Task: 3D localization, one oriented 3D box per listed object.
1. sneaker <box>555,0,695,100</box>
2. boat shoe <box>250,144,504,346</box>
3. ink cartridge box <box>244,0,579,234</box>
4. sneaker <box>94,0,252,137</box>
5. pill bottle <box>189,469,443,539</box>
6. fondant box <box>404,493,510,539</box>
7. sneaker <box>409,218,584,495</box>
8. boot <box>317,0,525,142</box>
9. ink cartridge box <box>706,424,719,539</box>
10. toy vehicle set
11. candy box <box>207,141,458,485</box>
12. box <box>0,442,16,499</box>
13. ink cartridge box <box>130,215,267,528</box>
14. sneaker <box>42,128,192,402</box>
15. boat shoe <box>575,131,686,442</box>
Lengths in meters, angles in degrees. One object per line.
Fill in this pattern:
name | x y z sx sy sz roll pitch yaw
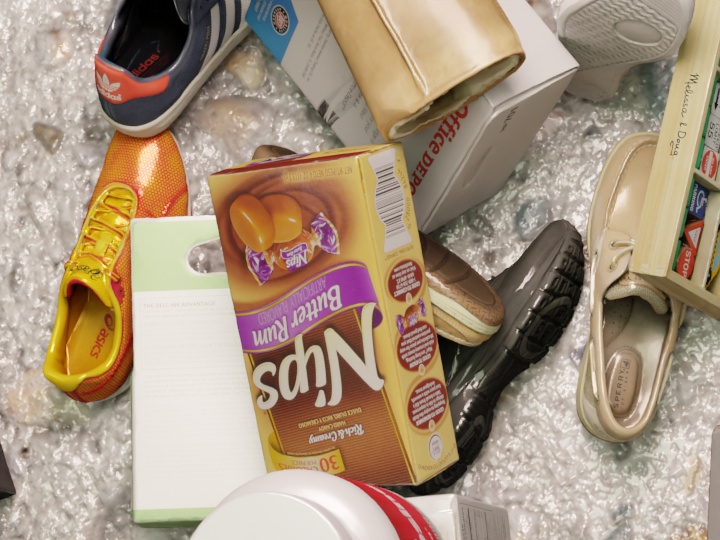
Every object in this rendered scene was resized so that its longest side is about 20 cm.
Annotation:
sneaker | 0.170 -0.188 1.223 0.073 0.200 0.119 23 79 -5
boat shoe | 0.000 0.000 1.247 0.199 0.071 0.077 35 105 24
ink cartridge box | 0.028 -0.148 1.264 0.086 0.147 0.200 -29 72 -34
sneaker | -0.114 -0.188 1.326 0.074 0.085 0.201 23 70 18
pill bottle | -0.022 0.160 0.990 0.111 0.200 0.113 -2 80 13
fondant box | 0.008 0.174 1.189 0.143 0.200 0.059 -7 78 12
sneaker | 0.069 0.043 1.268 0.091 0.076 0.201 35 85 26
boot | -0.022 -0.166 1.171 0.174 0.066 0.201 -32 78 19
ink cartridge box | 0.311 0.169 1.159 0.198 0.084 0.146 5 81 -2
toy vehicle set | 0.228 -0.078 1.224 0.026 0.124 0.202 8 82 37
candy box | -0.016 0.029 1.195 0.116 0.056 0.202 -5 101 35
box | -0.358 0.122 1.307 0.199 0.149 0.125 -22 75 9
ink cartridge box | -0.080 0.066 1.295 0.144 0.048 0.202 -2 78 1
sneaker | -0.163 -0.010 1.325 0.072 0.077 0.202 8 80 15
boat shoe | 0.178 0.009 1.243 0.071 0.065 0.202 10 84 -2
